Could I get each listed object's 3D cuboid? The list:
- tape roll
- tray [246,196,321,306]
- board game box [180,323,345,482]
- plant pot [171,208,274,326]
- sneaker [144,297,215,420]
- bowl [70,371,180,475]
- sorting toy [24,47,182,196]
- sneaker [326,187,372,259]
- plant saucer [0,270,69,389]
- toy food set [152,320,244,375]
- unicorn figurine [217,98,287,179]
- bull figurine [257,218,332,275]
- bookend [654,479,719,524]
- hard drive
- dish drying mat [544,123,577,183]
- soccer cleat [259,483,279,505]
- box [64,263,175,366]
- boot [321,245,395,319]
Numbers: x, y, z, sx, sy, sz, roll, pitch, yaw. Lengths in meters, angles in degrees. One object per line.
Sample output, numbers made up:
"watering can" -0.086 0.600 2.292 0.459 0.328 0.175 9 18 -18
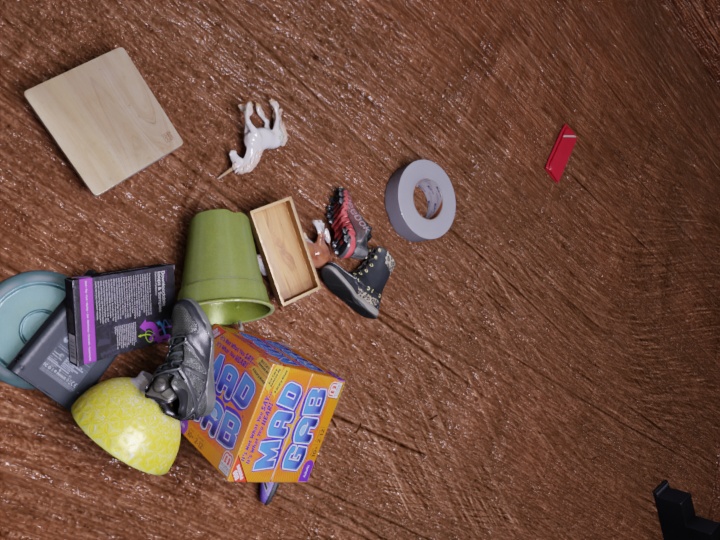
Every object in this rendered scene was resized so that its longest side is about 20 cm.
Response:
"tape roll" 0.158 -0.181 1.430 0.194 0.065 0.209 4 84 -32
"tray" -0.160 -0.040 1.147 0.096 0.037 0.207 -23 101 -28
"board game box" -0.187 0.248 1.019 0.198 0.196 0.206 25 87 -48
"plant pot" -0.272 -0.009 1.071 0.194 0.199 0.197 3 72 -32
"sneaker" -0.302 0.149 0.909 0.114 0.074 0.208 4 81 -67
"bowl" -0.379 0.243 0.940 0.199 0.199 0.109 42 78 -22
"sorting toy" -0.474 -0.271 1.018 0.198 0.069 0.204 -40 107 -29
"sneaker" -0.023 -0.105 1.268 0.096 0.071 0.205 18 44 -33
"plant saucer" -0.558 0.102 0.950 0.194 0.027 0.209 4 83 -34
"toy food set" -0.297 0.209 1.080 0.198 0.059 0.148 -33 126 -35
"unicorn figurine" -0.224 -0.291 1.180 0.196 0.073 0.142 -22 108 -39
"bull figurine" -0.148 -0.053 1.210 0.195 0.064 0.126 0 96 -35
"bookend" 1.157 0.870 1.903 0.090 0.197 0.207 -18 94 -30
"hard drive" -0.487 0.123 0.952 0.203 0.032 0.141 -60 140 -28
"dish drying mat" 0.671 -0.393 1.819 0.076 0.018 0.204 41 65 -24
"soccer cleat" -0.190 0.382 1.150 0.071 0.068 0.207 16 77 -10
"box" -0.422 0.072 0.978 0.197 0.035 0.149 -12 108 -53
"boot" -0.001 0.000 1.296 0.204 0.072 0.157 45 61 -37
